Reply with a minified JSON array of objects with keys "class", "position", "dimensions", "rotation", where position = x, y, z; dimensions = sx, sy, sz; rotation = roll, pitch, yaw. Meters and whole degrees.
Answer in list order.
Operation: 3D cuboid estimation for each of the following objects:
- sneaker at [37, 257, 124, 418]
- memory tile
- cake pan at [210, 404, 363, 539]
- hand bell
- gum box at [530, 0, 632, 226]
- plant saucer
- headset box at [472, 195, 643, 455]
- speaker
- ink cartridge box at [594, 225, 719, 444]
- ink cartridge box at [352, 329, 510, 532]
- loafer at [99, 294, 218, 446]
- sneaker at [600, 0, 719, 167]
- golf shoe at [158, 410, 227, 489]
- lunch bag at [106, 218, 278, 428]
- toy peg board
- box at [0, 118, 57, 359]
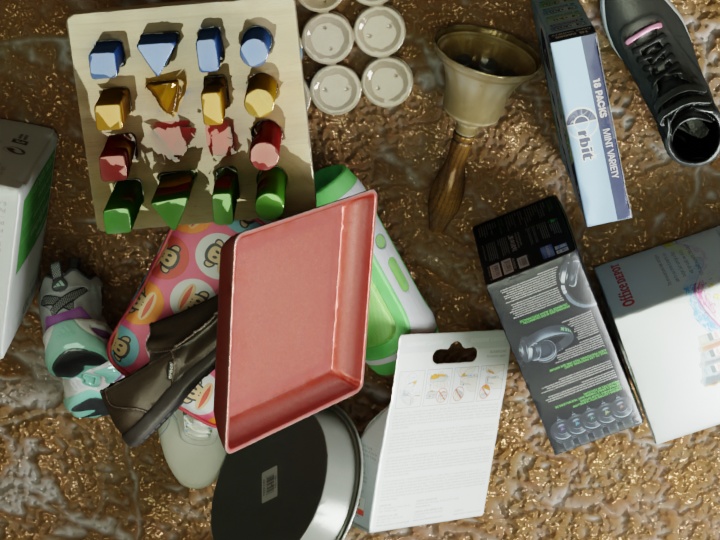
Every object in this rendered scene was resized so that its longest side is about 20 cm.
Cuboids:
[{"class":"sneaker","position":[-0.270,0.055,1.721],"dimensions":[0.078,0.200,0.140],"rotation":[-12,65,-6]},{"class":"memory tile","position":[-0.055,-0.217,1.660],"dimensions":[0.200,0.017,0.153],"rotation":[-9,110,4]},{"class":"cake pan","position":[-0.078,0.218,1.721],"dimensions":[0.037,0.200,0.200],"rotation":[27,109,-36]},{"class":"hand bell","position":[0.098,-0.122,1.671],"dimensions":[0.104,0.104,0.200],"rotation":[11,121,-4]},{"class":"gum box","position":[0.198,-0.152,1.587],"dimensions":[0.045,0.200,0.170],"rotation":[-12,110,4]},{"class":"plant saucer","position":[-0.063,0.038,1.541],"dimensions":[0.037,0.200,0.200],"rotation":[18,114,33]},{"class":"headset box","position":[0.189,0.055,1.675],"dimensions":[0.093,0.174,0.200],"rotation":[-21,108,7]},{"class":"speaker","position":[0.000,0.000,1.702],"dimensions":[0.088,0.088,0.200],"rotation":[-26,108,9]},{"class":"ink cartridge box","position":[0.345,0.050,1.690],"dimensions":[0.200,0.145,0.145],"rotation":[-18,109,7]},{"class":"ink cartridge box","position":[0.067,0.153,1.737],"dimensions":[0.162,0.050,0.200],"rotation":[-1,102,-42]},{"class":"loafer","position":[-0.159,0.067,1.564],"dimensions":[0.071,0.073,0.200],"rotation":[43,93,-1]},{"class":"sneaker","position":[0.287,-0.183,1.630],"dimensions":[0.071,0.099,0.200],"rotation":[-27,106,11]},{"class":"golf shoe","position":[-0.166,0.138,1.745],"dimensions":[0.078,0.097,0.200],"rotation":[2,111,-2]},{"class":"lunch bag","position":[-0.121,0.042,1.635],"dimensions":[0.176,0.082,0.200],"rotation":[31,95,3]},{"class":"toy peg board","position":[-0.146,-0.125,1.515],"dimensions":[0.200,0.098,0.199],"rotation":[-5,110,1]},{"class":"box","position":[-0.400,-0.043,1.623],"dimensions":[0.200,0.199,0.172],"rotation":[11,110,-4]}]
